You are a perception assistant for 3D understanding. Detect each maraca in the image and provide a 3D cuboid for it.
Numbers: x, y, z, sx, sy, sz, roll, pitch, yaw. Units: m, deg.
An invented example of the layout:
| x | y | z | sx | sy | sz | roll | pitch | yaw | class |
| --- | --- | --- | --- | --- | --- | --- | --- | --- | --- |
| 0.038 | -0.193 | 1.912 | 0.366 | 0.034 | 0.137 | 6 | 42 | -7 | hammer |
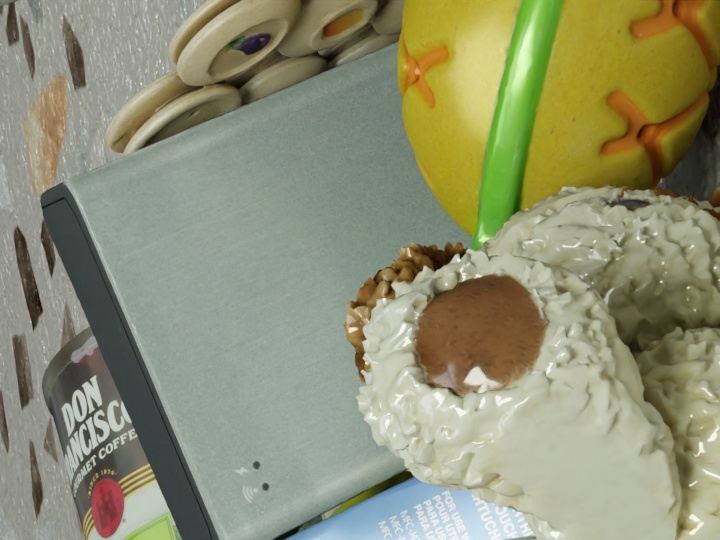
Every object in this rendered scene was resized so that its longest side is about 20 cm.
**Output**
| x | y | z | sx | sy | sz | roll | pitch | yaw | class |
| --- | --- | --- | --- | --- | --- | --- | --- | --- | --- |
| 0.062 | -0.056 | 0.940 | 0.137 | 0.106 | 0.201 | -16 | -58 | -74 | maraca |

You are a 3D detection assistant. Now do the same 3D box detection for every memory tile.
| x | y | z | sx | sy | sz | roll | pitch | yaw | class |
| --- | --- | --- | --- | --- | --- | --- | --- | --- | --- |
| 0.005 | -0.107 | 0.979 | 0.017 | 0.153 | 0.200 | 56 | 131 | 15 | memory tile |

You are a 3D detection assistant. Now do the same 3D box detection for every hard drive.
| x | y | z | sx | sy | sz | roll | pitch | yaw | class |
| --- | --- | --- | --- | --- | --- | --- | --- | --- | --- |
| 0.000 | 0.000 | 0.997 | 0.033 | 0.199 | 0.140 | -20 | 94 | 59 | hard drive |

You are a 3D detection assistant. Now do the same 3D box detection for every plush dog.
| x | y | z | sx | sy | sz | roll | pitch | yaw | class |
| --- | --- | --- | --- | --- | --- | --- | --- | --- | --- |
| 0.091 | 0.033 | 0.825 | 0.172 | 0.199 | 0.161 | -112 | 13 | -57 | plush dog |

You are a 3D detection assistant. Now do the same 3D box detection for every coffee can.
| x | y | z | sx | sy | sz | roll | pitch | yaw | class |
| --- | --- | --- | --- | --- | --- | --- | --- | --- | --- |
| -0.065 | 0.128 | 1.397 | 0.147 | 0.146 | 0.201 | 112 | 145 | -58 | coffee can |

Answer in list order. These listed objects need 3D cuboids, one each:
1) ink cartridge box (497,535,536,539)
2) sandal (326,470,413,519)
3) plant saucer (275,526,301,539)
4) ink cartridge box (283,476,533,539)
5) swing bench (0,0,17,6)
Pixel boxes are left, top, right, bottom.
| x | y | z | sx | sy | sz | roll | pitch | yaw | class |
| --- | --- | --- | --- | --- | --- | --- | --- | --- | --- |
| 0.055 | 0.200 | 0.881 | 0.145 | 0.083 | 0.200 | 53 | 124 | 29 | ink cartridge box |
| 0.059 | 0.137 | 1.161 | 0.087 | 0.080 | 0.200 | 48 | 166 | -23 | sandal |
| -0.003 | 0.042 | 1.126 | 0.031 | 0.200 | 0.200 | 34 | 151 | 4 | plant saucer |
| 0.038 | 0.109 | 0.999 | 0.136 | 0.199 | 0.077 | 26 | -140 | -79 | ink cartridge box |
| -0.110 | -0.223 | 1.286 | 0.130 | 0.198 | 0.201 | -161 | 64 | -70 | swing bench |
